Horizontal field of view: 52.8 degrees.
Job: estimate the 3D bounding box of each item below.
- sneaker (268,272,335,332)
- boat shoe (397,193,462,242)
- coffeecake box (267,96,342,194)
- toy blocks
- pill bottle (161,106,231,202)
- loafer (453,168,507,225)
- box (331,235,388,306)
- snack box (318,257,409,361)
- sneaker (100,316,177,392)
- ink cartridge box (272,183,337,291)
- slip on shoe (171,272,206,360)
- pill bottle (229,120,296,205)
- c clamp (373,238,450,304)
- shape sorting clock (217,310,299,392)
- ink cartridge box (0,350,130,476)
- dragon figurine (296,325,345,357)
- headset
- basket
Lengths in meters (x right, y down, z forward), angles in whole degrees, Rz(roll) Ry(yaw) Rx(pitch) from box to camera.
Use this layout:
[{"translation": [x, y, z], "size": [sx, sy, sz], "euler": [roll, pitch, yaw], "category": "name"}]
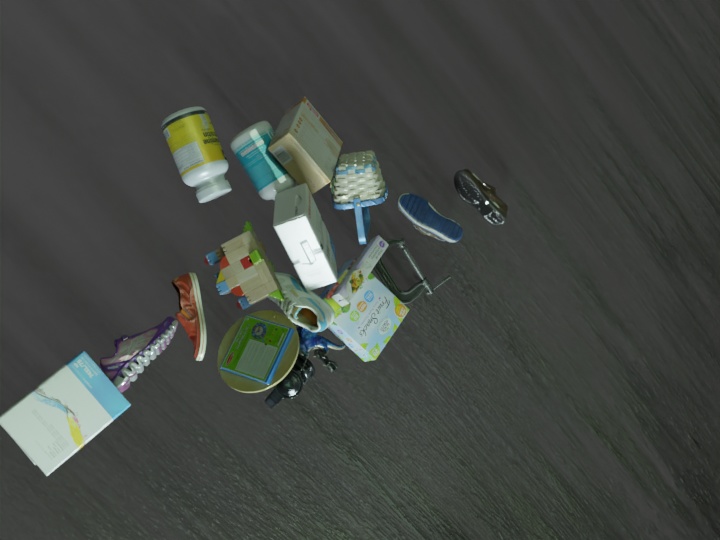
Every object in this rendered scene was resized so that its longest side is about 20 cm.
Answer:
[{"translation": [-0.156, 0.072, 1.697], "size": [0.199, 0.081, 0.077], "euler": [31, 112, 10], "category": "sneaker"}, {"translation": [0.174, -0.130, 1.931], "size": [0.199, 0.072, 0.073], "euler": [34, 69, -11], "category": "boat shoe"}, {"translation": [-0.128, -0.301, 1.744], "size": [0.154, 0.073, 0.201], "euler": [47, 30, -24], "category": "coffeecake box"}, {"translation": [-0.275, 0.007, 1.663], "size": [0.136, 0.100, 0.201], "euler": [-27, 86, 4], "category": "toy blocks"}, {"translation": [-0.372, -0.264, 1.667], "size": [0.112, 0.112, 0.201], "euler": [-23, 92, -27], "category": "pill bottle"}, {"translation": [0.340, -0.214, 2.036], "size": [0.200, 0.073, 0.071], "euler": [46, 55, -17], "category": "loafer"}, {"translation": [0.000, 0.000, 1.770], "size": [0.039, 0.041, 0.200], "euler": [42, 60, -14], "category": "box"}, {"translation": [-0.001, 0.099, 1.809], "size": [0.200, 0.068, 0.169], "euler": [43, 64, -14], "category": "snack box"}, {"translation": [-0.481, 0.164, 1.564], "size": [0.088, 0.081, 0.200], "euler": [39, 62, 5], "category": "sneaker"}, {"translation": [-0.127, -0.078, 1.687], "size": [0.084, 0.146, 0.201], "euler": [-18, 125, 9], "category": "ink cartridge box"}, {"translation": [-0.382, 0.105, 1.622], "size": [0.061, 0.074, 0.201], "euler": [-9, 80, -21], "category": "slip on shoe"}, {"translation": [-0.219, -0.248, 1.739], "size": [0.110, 0.111, 0.201], "euler": [-33, 96, -27], "category": "pill bottle"}, {"translation": [0.123, -0.005, 1.915], "size": [0.171, 0.027, 0.200], "euler": [-42, 102, -20], "category": "c clamp"}, {"translation": [-0.231, 0.182, 1.638], "size": [0.198, 0.039, 0.201], "euler": [-7, 60, 11], "category": "shape sorting clock"}, {"translation": [-0.593, 0.282, 1.445], "size": [0.200, 0.147, 0.146], "euler": [-42, 101, -26], "category": "ink cartridge box"}, {"translation": [-0.120, 0.159, 1.745], "size": [0.199, 0.059, 0.100], "euler": [-7, 84, -27], "category": "dragon figurine"}, {"translation": [-0.138, 0.248, 1.646], "size": [0.094, 0.200, 0.124], "euler": [42, 30, 0], "category": "headset"}, {"translation": [-0.001, -0.183, 1.781], "size": [0.138, 0.177, 0.201], "euler": [-10, 111, 7], "category": "basket"}]
